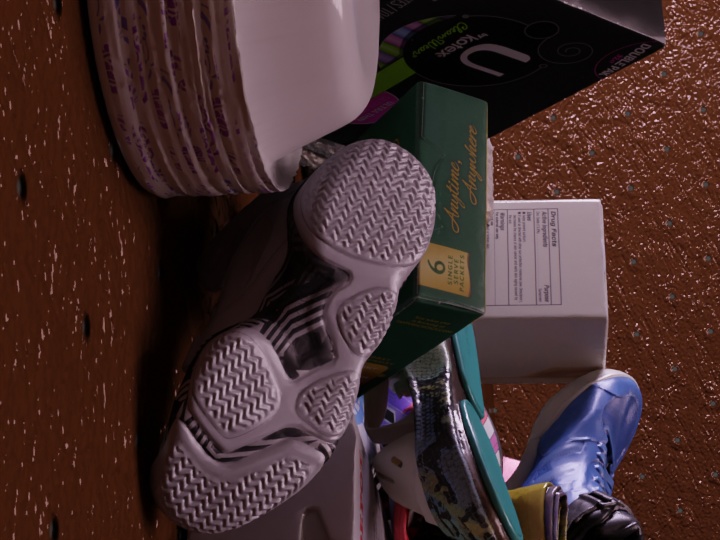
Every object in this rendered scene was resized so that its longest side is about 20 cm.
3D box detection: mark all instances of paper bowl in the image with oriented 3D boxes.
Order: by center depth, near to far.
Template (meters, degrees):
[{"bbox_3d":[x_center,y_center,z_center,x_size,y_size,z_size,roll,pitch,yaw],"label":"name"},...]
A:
[{"bbox_3d":[-0.049,-0.134,0.802,0.201,0.104,0.202,-2,90,-83],"label":"paper bowl"}]

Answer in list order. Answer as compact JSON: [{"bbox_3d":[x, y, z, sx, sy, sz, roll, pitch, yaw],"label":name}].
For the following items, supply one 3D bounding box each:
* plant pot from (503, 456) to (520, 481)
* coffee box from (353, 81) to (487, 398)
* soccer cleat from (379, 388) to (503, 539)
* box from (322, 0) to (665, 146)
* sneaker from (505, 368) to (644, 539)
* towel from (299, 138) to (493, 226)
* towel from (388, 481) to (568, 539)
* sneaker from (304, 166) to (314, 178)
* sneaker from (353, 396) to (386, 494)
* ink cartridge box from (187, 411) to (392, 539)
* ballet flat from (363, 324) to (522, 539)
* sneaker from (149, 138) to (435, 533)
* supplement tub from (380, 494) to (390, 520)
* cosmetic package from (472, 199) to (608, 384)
[{"bbox_3d":[0.091,0.276,1.438,0.179,0.199,0.201,-64,154,-42],"label":"plant pot"},{"bbox_3d":[0.000,0.000,0.946,0.200,0.044,0.123,-40,-139,53],"label":"coffee box"},{"bbox_3d":[0.043,0.118,0.973,0.073,0.068,0.201,68,12,-49],"label":"soccer cleat"},{"bbox_3d":[0.038,-0.155,0.954,0.200,0.148,0.125,-26,-124,50],"label":"box"},{"bbox_3d":[0.137,0.139,1.064,0.200,0.111,0.077,-41,124,-33],"label":"sneaker"},{"bbox_3d":[0.009,-0.109,1.104,0.200,0.034,0.133,20,61,-40],"label":"towel"},{"bbox_3d":[0.032,0.200,1.012,0.023,0.199,0.144,35,49,-45],"label":"towel"},{"bbox_3d":[0.017,-0.092,1.239,0.200,0.114,0.076,83,11,-45],"label":"sneaker"},{"bbox_3d":[-0.004,0.109,1.069,0.200,0.072,0.072,-67,179,-88],"label":"sneaker"},{"bbox_3d":[-0.029,0.176,0.908,0.200,0.084,0.146,75,13,-58],"label":"ink cartridge box"},{"bbox_3d":[0.037,0.086,0.930,0.200,0.074,0.074,-97,180,-59],"label":"ballet flat"},{"bbox_3d":[-0.043,0.033,0.846,0.200,0.075,0.115,-60,-162,-17],"label":"sneaker"},{"bbox_3d":[0.026,0.187,1.187,0.200,0.106,0.107,-167,-106,-86],"label":"supplement tub"},{"bbox_3d":[0.057,0.014,1.159,0.071,0.199,0.106,84,8,-50],"label":"cosmetic package"}]
